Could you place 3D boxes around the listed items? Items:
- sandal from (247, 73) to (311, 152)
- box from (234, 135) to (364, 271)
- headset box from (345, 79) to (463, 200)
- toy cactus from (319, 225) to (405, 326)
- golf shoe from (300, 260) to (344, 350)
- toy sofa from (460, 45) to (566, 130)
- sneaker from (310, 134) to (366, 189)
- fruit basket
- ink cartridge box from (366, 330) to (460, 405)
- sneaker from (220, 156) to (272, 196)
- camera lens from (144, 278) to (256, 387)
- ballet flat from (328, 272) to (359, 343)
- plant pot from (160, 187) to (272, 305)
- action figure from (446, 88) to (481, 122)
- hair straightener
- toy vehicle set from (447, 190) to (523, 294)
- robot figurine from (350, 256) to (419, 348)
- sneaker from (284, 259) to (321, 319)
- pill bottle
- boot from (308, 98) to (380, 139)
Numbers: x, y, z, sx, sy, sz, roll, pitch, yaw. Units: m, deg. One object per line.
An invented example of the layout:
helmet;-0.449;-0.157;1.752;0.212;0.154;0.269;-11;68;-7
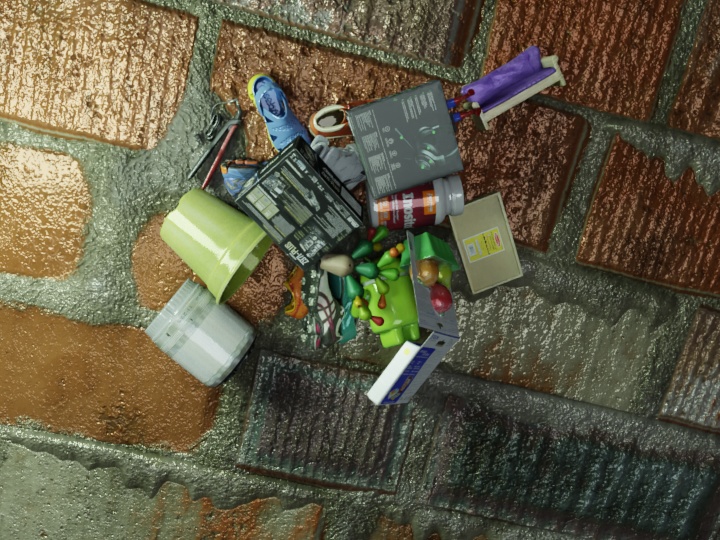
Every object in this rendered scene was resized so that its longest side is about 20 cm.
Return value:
sandal;-0.164;-0.308;1.326;0.079;0.087;0.201;-36;106;-6
box;-0.115;-0.129;1.269;0.163;0.086;0.200;-37;112;19
headset box;0.090;-0.254;1.248;0.197;0.093;0.176;-19;106;2
toy cactus;0.000;0.000;1.301;0.162;0.102;0.203;11;88;-2
golf shoe;-0.080;0.069;1.379;0.087;0.077;0.203;-7;113;-26
toy sofa;0.313;-0.381;1.346;0.198;0.083;0.098;-29;105;3
sneaker;-0.030;-0.234;1.327;0.199;0.075;0.115;-36;139;-8
fruit basket;0.146;0.032;1.359;0.093;0.184;0.203;-12;73;31
ink cartridge box;0.119;0.206;1.423;0.047;0.197;0.201;38;97;25
sneaker;-0.194;-0.192;1.369;0.197;0.076;0.079;3;123;-6
camera lens;-0.334;0.136;1.383;0.200;0.160;0.160;41;98;-12
ballet flat;-0.032;0.062;1.445;0.069;0.067;0.203;-7;105;-27
plant pot;-0.301;-0.064;1.336;0.183;0.200;0.201;37;99;0
action figure;0.135;-0.301;1.316;0.198;0.099;0.066;-16;105;34
hair straightener;-0.311;-0.272;1.349;0.076;0.041;0.202;29;100;-10
toy vehicle set;0.277;-0.061;1.448;0.123;0.027;0.203;-19;104;1
robot figurine;0.066;0.060;1.401;0.173;0.115;0.203;-11;82;-28
sneaker;-0.124;0.012;1.413;0.076;0.073;0.203;11;102;-10
pill bottle;0.113;-0.148;1.372;0.197;0.113;0.115;-8;104;-2
boot;-0.008;-0.312;1.327;0.197;0.107;0.076;-13;95;-5
